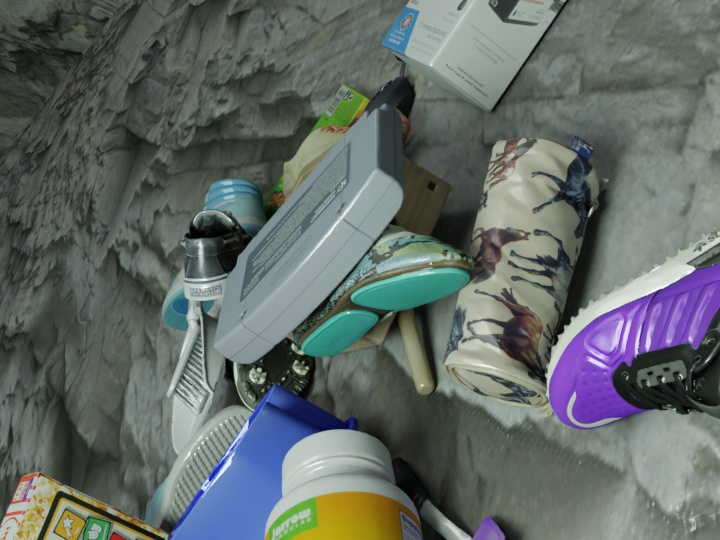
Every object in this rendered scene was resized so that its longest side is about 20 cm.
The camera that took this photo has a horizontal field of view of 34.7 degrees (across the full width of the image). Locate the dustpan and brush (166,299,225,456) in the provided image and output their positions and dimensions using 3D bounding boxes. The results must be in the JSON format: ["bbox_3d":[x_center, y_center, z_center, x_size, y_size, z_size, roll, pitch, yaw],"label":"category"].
[{"bbox_3d":[-0.162,0.070,1.150,0.140,0.057,0.201,121,167,-50],"label":"dustpan and brush"}]

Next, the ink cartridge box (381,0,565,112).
[{"bbox_3d":[0.126,-0.270,1.111,0.201,0.083,0.145,-55,25,6],"label":"ink cartridge box"}]

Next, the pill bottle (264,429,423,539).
[{"bbox_3d":[-0.009,0.209,0.775,0.111,0.111,0.201,-44,32,28],"label":"pill bottle"}]

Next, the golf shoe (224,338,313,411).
[{"bbox_3d":[-0.097,0.093,1.146,0.088,0.077,0.200,-62,15,24],"label":"golf shoe"}]

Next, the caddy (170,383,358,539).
[{"bbox_3d":[-0.076,0.192,0.946,0.201,0.105,0.141,-55,1,8],"label":"caddy"}]

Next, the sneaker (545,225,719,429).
[{"bbox_3d":[0.186,0.050,0.660,0.200,0.069,0.100,-42,32,32],"label":"sneaker"}]

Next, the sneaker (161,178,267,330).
[{"bbox_3d":[-0.169,-0.026,1.360,0.200,0.079,0.131,-44,37,33],"label":"sneaker"}]

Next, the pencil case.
[{"bbox_3d":[0.118,0.002,0.821,0.078,0.089,0.201,89,-164,-66],"label":"pencil case"}]

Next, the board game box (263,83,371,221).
[{"bbox_3d":[-0.055,-0.121,1.344,0.200,0.030,0.096,-54,25,5],"label":"board game box"}]

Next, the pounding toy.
[{"bbox_3d":[0.000,0.000,1.015,0.185,0.142,0.200,-65,15,-16],"label":"pounding toy"}]

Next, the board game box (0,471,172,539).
[{"bbox_3d":[-0.230,0.286,1.003,0.046,0.199,0.152,-21,43,52],"label":"board game box"}]

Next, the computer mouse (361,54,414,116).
[{"bbox_3d":[0.038,-0.219,1.275,0.058,0.034,0.201,-27,39,50],"label":"computer mouse"}]

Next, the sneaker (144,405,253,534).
[{"bbox_3d":[-0.163,0.205,1.108,0.201,0.074,0.082,-59,27,10],"label":"sneaker"}]

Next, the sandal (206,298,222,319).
[{"bbox_3d":[-0.134,0.016,1.240,0.050,0.083,0.203,27,71,23],"label":"sandal"}]

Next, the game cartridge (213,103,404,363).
[{"bbox_3d":[-0.037,-0.023,0.865,0.200,0.041,0.134,-46,26,27],"label":"game cartridge"}]

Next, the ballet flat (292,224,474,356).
[{"bbox_3d":[0.008,0.003,0.843,0.200,0.074,0.075,-30,37,48],"label":"ballet flat"}]

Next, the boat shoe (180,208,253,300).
[{"bbox_3d":[-0.140,-0.028,1.121,0.200,0.071,0.068,-78,-18,-76],"label":"boat shoe"}]

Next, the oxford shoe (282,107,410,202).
[{"bbox_3d":[-0.025,-0.128,1.218,0.200,0.070,0.074,-33,67,42],"label":"oxford shoe"}]

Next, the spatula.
[{"bbox_3d":[0.055,0.175,0.816,0.057,0.020,0.200,-61,24,4],"label":"spatula"}]
